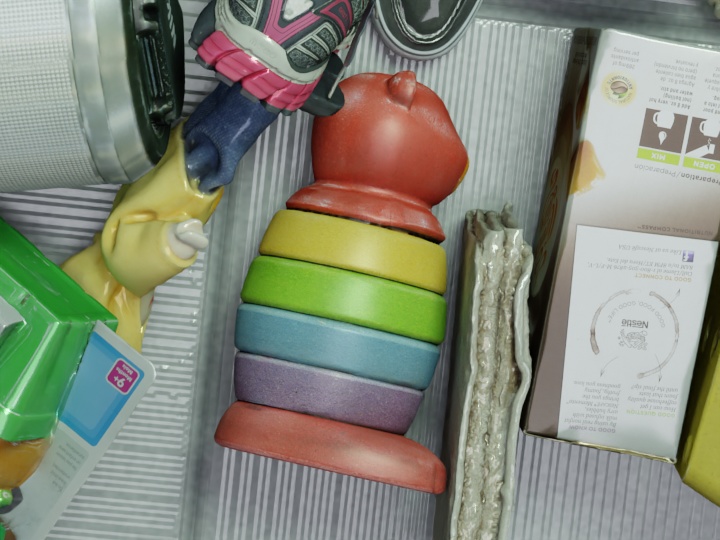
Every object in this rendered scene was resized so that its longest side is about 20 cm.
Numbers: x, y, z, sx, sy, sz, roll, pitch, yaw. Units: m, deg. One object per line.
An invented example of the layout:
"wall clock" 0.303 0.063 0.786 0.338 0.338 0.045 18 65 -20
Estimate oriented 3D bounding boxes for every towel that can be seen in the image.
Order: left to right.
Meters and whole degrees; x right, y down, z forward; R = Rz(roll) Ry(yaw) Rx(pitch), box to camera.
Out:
"towel" 0.061 0.070 1.178 0.034 0.133 0.202 6 99 -1

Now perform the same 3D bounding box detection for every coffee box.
"coffee box" 0.132 -0.016 1.185 0.079 0.114 0.202 10 95 -2

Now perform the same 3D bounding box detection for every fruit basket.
"fruit basket" -0.220 0.071 1.157 0.185 0.094 0.200 40 98 18

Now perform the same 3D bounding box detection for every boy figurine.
"boy figurine" -0.088 -0.031 1.165 0.064 0.125 0.200 30 111 -16

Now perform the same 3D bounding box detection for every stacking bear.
"stacking bear" 0.000 0.000 1.185 0.113 0.121 0.202 13 86 -11

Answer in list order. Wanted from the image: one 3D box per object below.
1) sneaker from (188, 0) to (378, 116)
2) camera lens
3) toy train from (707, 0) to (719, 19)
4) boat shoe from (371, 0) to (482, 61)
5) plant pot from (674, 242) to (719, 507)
"sneaker" -0.020 -0.142 1.120 0.080 0.200 0.075 33 116 -11
"camera lens" -0.186 -0.115 1.096 0.198 0.160 0.161 -4 97 2
"toy train" 0.258 -0.093 1.217 0.198 0.085 0.117 3 116 20
"boat shoe" 0.052 -0.203 1.181 0.069 0.066 0.202 18 94 -7
"plant pot" 0.255 0.056 1.173 0.175 0.200 0.202 15 95 1
